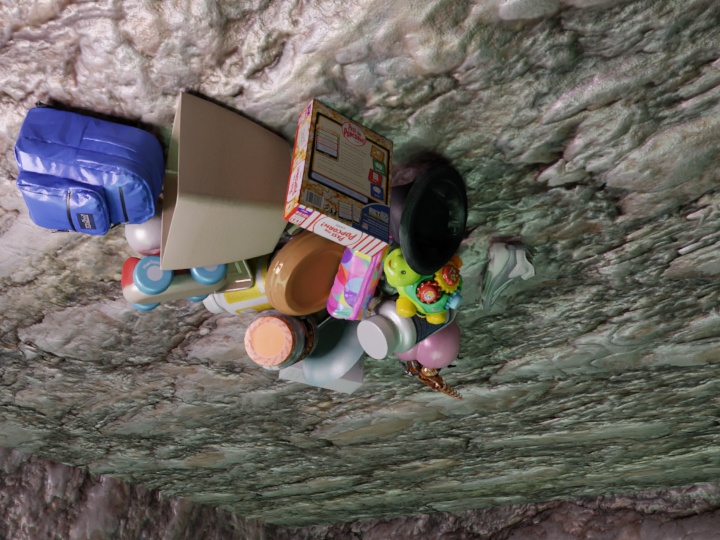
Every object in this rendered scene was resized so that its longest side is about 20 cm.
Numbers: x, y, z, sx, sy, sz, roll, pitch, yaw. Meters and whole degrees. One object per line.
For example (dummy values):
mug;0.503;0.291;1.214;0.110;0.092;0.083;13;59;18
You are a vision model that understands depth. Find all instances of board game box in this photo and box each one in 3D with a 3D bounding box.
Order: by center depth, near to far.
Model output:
board game box;-0.026;-0.136;0.918;0.151;0.200;0.046;23;143;-26

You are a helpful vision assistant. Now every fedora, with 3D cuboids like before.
fedora;0.097;-0.089;1.047;0.091;0.201;0.201;19;159;36

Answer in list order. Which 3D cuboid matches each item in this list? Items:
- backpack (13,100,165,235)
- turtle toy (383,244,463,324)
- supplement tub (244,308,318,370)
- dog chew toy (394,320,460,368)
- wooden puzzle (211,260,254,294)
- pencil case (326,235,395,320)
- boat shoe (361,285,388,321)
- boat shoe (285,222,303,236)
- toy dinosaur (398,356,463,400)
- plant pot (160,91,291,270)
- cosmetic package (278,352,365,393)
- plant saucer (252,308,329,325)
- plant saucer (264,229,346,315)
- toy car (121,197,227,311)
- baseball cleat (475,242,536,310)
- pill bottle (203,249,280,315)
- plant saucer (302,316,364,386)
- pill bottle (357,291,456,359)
backpack;-0.417;-0.142;0.986;0.199;0.168;0.163;6;154;-10
turtle toy;0.118;0.013;1.150;0.200;0.146;0.101;15;159;-35
supplement tub;-0.162;0.138;1.286;0.122;0.123;0.200;-2;179;8
dog chew toy;0.122;0.152;1.418;0.199;0.125;0.125;9;147;3
wooden puzzle;-0.312;-0.048;1.190;0.185;0.046;0.200;-8;120;17
pencil case;0.000;0.000;1.160;0.088;0.088;0.200;12;119;-13
boat shoe;0.016;0.063;1.335;0.200;0.076;0.072;20;140;-28
boat shoe;-0.089;-0.129;1.072;0.075;0.075;0.202;50;143;-3
toy dinosaur;0.167;0.226;1.500;0.200;0.136;0.102;60;148;-4
plant pot;-0.208;-0.125;0.979;0.177;0.200;0.200;5;149;-22
cosmetic package;-0.093;0.226;1.558;0.199;0.113;0.081;14;146;-18
plant saucer;-0.165;0.094;1.432;0.200;0.036;0.200;3;147;2
plant saucer;-0.085;0.008;1.183;0.200;0.037;0.200;-25;138;-25
toy car;-0.336;-0.049;1.094;0.176;0.201;0.184;-10;171;-25
baseball cleat;0.289;0.020;1.242;0.106;0.070;0.200;2;147;3
pill bottle;-0.221;0.030;1.271;0.200;0.112;0.111;-13;143;24
plant saucer;-0.065;0.160;1.382;0.201;0.201;0.039;-24;126;35
pill bottle;0.092;0.097;1.253;0.200;0.111;0.111;-27;166;-37
